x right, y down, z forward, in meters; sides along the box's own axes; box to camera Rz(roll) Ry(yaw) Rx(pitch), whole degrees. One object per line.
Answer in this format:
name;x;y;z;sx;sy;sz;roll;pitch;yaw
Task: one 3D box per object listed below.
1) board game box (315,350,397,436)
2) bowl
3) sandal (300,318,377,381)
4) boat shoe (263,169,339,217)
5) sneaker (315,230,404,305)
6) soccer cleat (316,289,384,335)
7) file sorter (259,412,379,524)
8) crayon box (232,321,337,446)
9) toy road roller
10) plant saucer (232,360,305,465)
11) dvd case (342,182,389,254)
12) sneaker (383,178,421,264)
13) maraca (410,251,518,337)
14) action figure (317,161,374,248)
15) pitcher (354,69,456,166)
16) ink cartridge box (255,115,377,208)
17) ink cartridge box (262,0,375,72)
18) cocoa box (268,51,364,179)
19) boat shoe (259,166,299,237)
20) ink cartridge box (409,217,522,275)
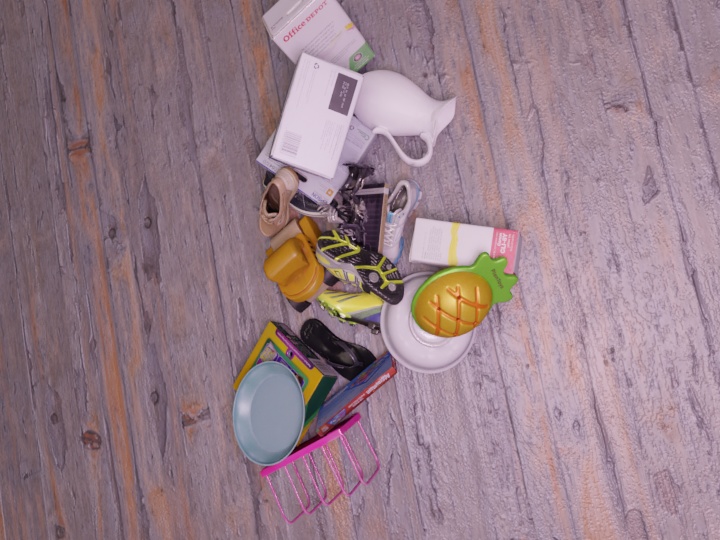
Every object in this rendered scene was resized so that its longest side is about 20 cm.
board game box;-0.008;0.242;1.230;0.199;0.103;0.020;-41;101;8
bowl;0.137;0.100;1.195;0.195;0.090;0.208;0;84;0
sandal;-0.051;0.176;1.308;0.197;0.043;0.078;29;96;17
boat shoe;-0.131;-0.176;1.332;0.197;0.075;0.063;30;137;20
sneaker;0.000;0.000;1.190;0.198;0.077;0.076;37;59;6
soccer cleat;-0.003;0.074;1.297;0.196;0.065;0.085;19;70;21
file sorter;-0.075;0.407;1.259;0.197;0.139;0.128;-31;82;14
crayon box;-0.164;0.239;1.308;0.199;0.058;0.175;38;101;36
toy road roller;-0.140;-0.028;1.272;0.122;0.145;0.202;-38;56;13
plant saucer;-0.179;0.289;1.248;0.196;0.036;0.206;-9;75;33
dvd case;0.002;-0.075;1.275;0.147;0.016;0.206;5;90;55
sneaker;0.061;-0.096;1.263;0.073;0.086;0.205;20;95;15
maraca;0.182;0.045;1.090;0.197;0.108;0.138;-31;123;15
action figure;-0.034;-0.113;1.232;0.118;0.100;0.206;22;103;62
pitcher;0.076;-0.308;1.240;0.196;0.122;0.175;22;68;12
ink cartridge box;-0.094;-0.261;1.317;0.194;0.043;0.202;34;87;10
ink cartridge box;-0.084;-0.480;1.262;0.144;0.199;0.089;-37;54;13
cocoa box;-0.091;-0.296;1.201;0.130;0.131;0.205;17;95;-14
boat shoe;-0.189;-0.136;1.308;0.071;0.065;0.202;37;139;9
ink cartridge box;0.205;-0.041;1.179;0.194;0.145;0.086;9;90;18
